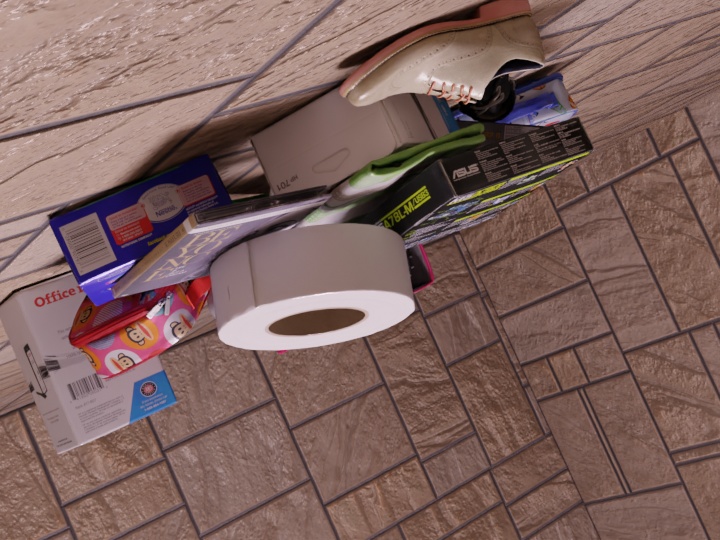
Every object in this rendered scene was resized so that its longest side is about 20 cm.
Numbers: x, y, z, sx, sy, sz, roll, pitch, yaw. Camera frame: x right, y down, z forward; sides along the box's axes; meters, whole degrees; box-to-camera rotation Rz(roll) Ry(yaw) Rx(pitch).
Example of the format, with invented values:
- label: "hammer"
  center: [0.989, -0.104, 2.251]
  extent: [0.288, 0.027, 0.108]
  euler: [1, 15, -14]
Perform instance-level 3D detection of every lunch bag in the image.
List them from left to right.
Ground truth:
- label: "lunch bag"
  center: [-0.237, 0.025, 1.432]
  extent: [0.176, 0.082, 0.200]
  euler: [-25, -154, 22]
- label: "lunch bag"
  center: [0.191, -0.200, 1.656]
  extent: [0.200, 0.076, 0.160]
  euler: [-23, 174, -13]

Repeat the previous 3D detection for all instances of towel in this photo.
- label: "towel"
  center: [0.024, -0.081, 1.225]
  extent: [0.149, 0.031, 0.200]
  euler: [-24, 176, -30]

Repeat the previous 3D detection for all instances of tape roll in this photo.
- label: "tape roll"
  center: [-0.049, 0.020, 1.225]
  extent: [0.202, 0.071, 0.202]
  euler: [-8, 164, -2]

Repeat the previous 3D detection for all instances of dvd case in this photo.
- label: "dvd case"
  center: [-0.136, -0.026, 1.172]
  extent: [0.148, 0.016, 0.200]
  euler: [-15, 168, -37]

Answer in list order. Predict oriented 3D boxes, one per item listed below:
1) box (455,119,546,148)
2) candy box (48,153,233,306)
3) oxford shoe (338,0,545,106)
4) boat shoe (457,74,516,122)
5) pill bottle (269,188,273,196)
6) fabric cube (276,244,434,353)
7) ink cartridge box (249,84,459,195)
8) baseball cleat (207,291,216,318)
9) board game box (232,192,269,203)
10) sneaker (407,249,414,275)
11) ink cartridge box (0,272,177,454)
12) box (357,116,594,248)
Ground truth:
- label: "box"
  center: [0.129, -0.149, 1.439]
  extent: [0.199, 0.048, 0.158]
  euler: [6, -174, 17]
- label: "candy box"
  center: [-0.217, -0.036, 1.257]
  extent: [0.169, 0.077, 0.200]
  euler: [-24, 175, -11]
- label: "oxford shoe"
  center: [0.078, -0.183, 1.105]
  extent: [0.200, 0.074, 0.071]
  euler: [-24, 176, -12]
- label: "boat shoe"
  center: [0.139, -0.201, 1.356]
  extent: [0.075, 0.060, 0.200]
  euler: [-26, 177, 17]
- label: "pill bottle"
  center: [-0.014, -0.093, 1.501]
  extent: [0.114, 0.114, 0.200]
  euler: [-26, 176, 29]
- label: "fabric cube"
  center: [-0.045, -0.014, 1.798]
  extent: [0.200, 0.197, 0.199]
  euler: [-23, 176, -25]
- label: "ink cartridge box"
  center: [0.002, -0.131, 1.254]
  extent: [0.146, 0.086, 0.200]
  euler: [-26, 174, 22]
- label: "baseball cleat"
  center: [-0.176, 0.001, 1.547]
  extent: [0.106, 0.070, 0.200]
  euler: [-20, -147, 26]
- label: "board game box"
  center: [-0.099, -0.056, 1.519]
  extent: [0.030, 0.095, 0.200]
  euler: [-52, 172, 13]
- label: "sneaker"
  center: [0.000, 0.000, 1.452]
  extent: [0.090, 0.067, 0.200]
  euler: [-9, -177, 15]
- label: "ink cartridge box"
  center: [-0.340, 0.105, 1.526]
  extent: [0.146, 0.200, 0.084]
  euler: [-22, 178, -37]
- label: "box"
  center: [0.111, -0.081, 1.269]
  extent: [0.200, 0.048, 0.193]
  euler: [-20, 169, -34]
